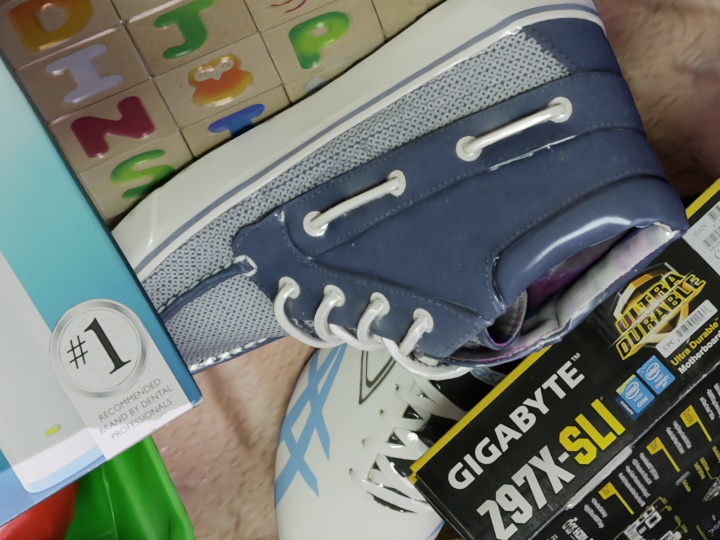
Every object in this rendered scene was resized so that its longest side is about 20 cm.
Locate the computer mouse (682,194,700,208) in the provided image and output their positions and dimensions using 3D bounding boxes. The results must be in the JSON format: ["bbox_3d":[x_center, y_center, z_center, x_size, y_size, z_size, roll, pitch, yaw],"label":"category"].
[{"bbox_3d":[0.156,-0.008,1.073,0.199,0.034,0.059,-17,140,-24],"label":"computer mouse"}]

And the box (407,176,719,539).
[{"bbox_3d":[0.106,0.050,0.996,0.160,0.049,0.200,-45,160,-1],"label":"box"}]

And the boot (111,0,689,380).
[{"bbox_3d":[0.000,0.000,0.882,0.200,0.091,0.073,-36,151,24],"label":"boot"}]

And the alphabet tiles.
[{"bbox_3d":[-0.014,-0.076,0.840,0.165,0.006,0.200,-23,154,1],"label":"alphabet tiles"}]

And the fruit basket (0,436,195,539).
[{"bbox_3d":[-0.156,0.040,0.801,0.214,0.156,0.216,-23,160,-9],"label":"fruit basket"}]

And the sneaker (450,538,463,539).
[{"bbox_3d":[-0.006,0.132,1.076,0.200,0.090,0.079,-8,112,-61],"label":"sneaker"}]

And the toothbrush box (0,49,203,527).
[{"bbox_3d":[-0.150,-0.023,0.686,0.146,0.085,0.201,-30,104,-5],"label":"toothbrush box"}]

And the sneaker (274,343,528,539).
[{"bbox_3d":[0.026,0.035,0.975,0.071,0.073,0.201,23,115,-13],"label":"sneaker"}]
